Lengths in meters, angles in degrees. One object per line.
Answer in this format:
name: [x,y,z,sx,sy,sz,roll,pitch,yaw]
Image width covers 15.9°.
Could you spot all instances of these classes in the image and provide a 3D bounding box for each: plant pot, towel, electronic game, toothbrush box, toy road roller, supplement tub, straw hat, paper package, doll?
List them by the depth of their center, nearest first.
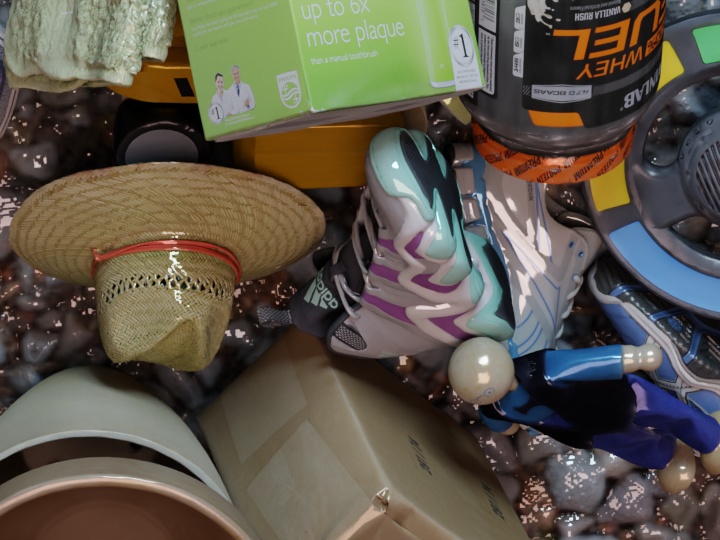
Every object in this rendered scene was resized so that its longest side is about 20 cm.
toothbrush box: [-0.026,-0.180,1.371,0.086,0.145,0.202,-13,89,42]
plant pot: [-0.141,0.184,1.420,0.199,0.093,0.202,-2,111,-4]
towel: [-0.140,-0.195,1.429,0.036,0.148,0.202,20,79,-37]
supplement tub: [0.112,-0.156,1.448,0.121,0.123,0.201,-5,129,-4]
toy road roller: [-0.059,-0.135,1.479,0.198,0.123,0.147,0,136,-7]
straw hat: [-0.115,0.015,1.514,0.199,0.201,0.086,2,68,-7]
electronic game: [0.229,-0.061,1.542,0.198,0.042,0.202,6,115,13]
doll: [0.136,0.079,1.550,0.199,0.049,0.136,21,146,-30]
plant pot: [-0.165,0.139,1.557,0.186,0.200,0.189,-2,112,-5]
paper package: [0.013,0.151,1.561,0.103,0.200,0.190,-44,125,11]

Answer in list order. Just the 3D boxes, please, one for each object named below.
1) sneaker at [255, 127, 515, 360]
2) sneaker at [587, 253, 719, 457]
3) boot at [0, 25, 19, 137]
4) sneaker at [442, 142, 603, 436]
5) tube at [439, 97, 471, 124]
sneaker: [0.000,0.000,1.488,0.139,0.078,0.200,-16,143,12]
sneaker: [0.212,0.072,1.637,0.200,0.076,0.077,45,125,-7]
boot: [-0.267,-0.054,1.530,0.072,0.090,0.201,31,105,-16]
sneaker: [0.113,0.009,1.601,0.086,0.075,0.201,-13,113,0]
tube: [0.117,-0.174,1.549,0.200,0.052,0.058,-45,150,8]
